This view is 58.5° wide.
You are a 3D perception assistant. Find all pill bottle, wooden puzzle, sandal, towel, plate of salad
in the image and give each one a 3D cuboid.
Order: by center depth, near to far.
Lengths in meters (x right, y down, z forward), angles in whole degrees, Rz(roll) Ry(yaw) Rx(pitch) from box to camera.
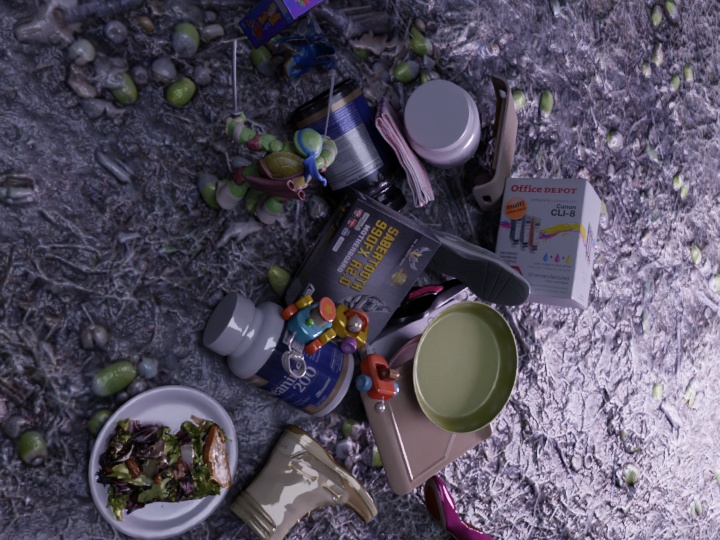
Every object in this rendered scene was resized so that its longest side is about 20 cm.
[{"bbox_3d":[-0.252,0.255,0.849,0.198,0.048,0.204,-1,91,-32],"label":"plate of salad"},{"bbox_3d":[-0.114,0.114,0.897,0.199,0.110,0.112,34,73,-27],"label":"pill bottle"},{"bbox_3d":[-0.011,-0.170,0.961,0.111,0.111,0.202,-37,109,-26],"label":"pill bottle"},{"bbox_3d":[0.062,-0.187,0.983,0.030,0.200,0.147,-27,108,12],"label":"towel"},{"bbox_3d":[0.126,-0.221,0.985,0.111,0.200,0.115,1,94,12],"label":"pill bottle"},{"bbox_3d":[0.105,0.221,1.003,0.198,0.037,0.188,-23,102,-25],"label":"wooden puzzle"},{"bbox_3d":[0.106,0.039,1.059,0.199,0.075,0.046,-27,107,-37],"label":"sandal"}]

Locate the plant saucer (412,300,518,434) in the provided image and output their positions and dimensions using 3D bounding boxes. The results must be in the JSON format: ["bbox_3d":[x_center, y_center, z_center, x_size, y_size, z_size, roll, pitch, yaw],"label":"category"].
[{"bbox_3d":[0.157,0.147,0.989,0.197,0.031,0.204,-2,94,-27],"label":"plant saucer"}]

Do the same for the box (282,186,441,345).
[{"bbox_3d":[0.000,0.000,0.950,0.157,0.048,0.201,25,109,-28],"label":"box"}]

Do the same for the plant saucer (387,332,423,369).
[{"bbox_3d":[0.105,0.198,1.039,0.198,0.034,0.204,-1,92,-32],"label":"plant saucer"}]

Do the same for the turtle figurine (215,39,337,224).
[{"bbox_3d":[-0.111,-0.165,0.864,0.143,0.194,0.202,-18,76,-44],"label":"turtle figurine"}]

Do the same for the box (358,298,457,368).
[{"bbox_3d":[0.098,0.150,1.073,0.198,0.036,0.146,-24,103,-28],"label":"box"}]

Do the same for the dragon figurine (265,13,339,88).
[{"bbox_3d":[-0.075,-0.314,0.897,0.099,0.200,0.059,-36,91,-3],"label":"dragon figurine"}]

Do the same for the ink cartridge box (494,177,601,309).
[{"bbox_3d":[0.325,-0.048,1.123,0.144,0.143,0.203,20,77,-59],"label":"ink cartridge box"}]

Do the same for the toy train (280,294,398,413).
[{"bbox_3d":[-0.018,0.103,0.875,0.199,0.055,0.152,24,41,-39],"label":"toy train"}]

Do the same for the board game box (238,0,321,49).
[{"bbox_3d":[-0.065,-0.403,0.914,0.200,0.134,0.045,-44,111,-24],"label":"board game box"}]

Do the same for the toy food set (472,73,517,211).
[{"bbox_3d":[0.228,-0.216,1.115,0.143,0.060,0.203,28,70,-69],"label":"toy food set"}]

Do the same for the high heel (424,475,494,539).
[{"bbox_3d":[0.169,0.413,1.098,0.095,0.067,0.203,-24,117,-19],"label":"high heel"}]

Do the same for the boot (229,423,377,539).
[{"bbox_3d":[-0.079,0.346,0.941,0.200,0.072,0.156,48,67,-21],"label":"boot"}]

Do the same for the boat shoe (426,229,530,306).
[{"bbox_3d":[0.187,-0.010,1.058,0.065,0.200,0.075,-50,160,-52],"label":"boat shoe"}]
